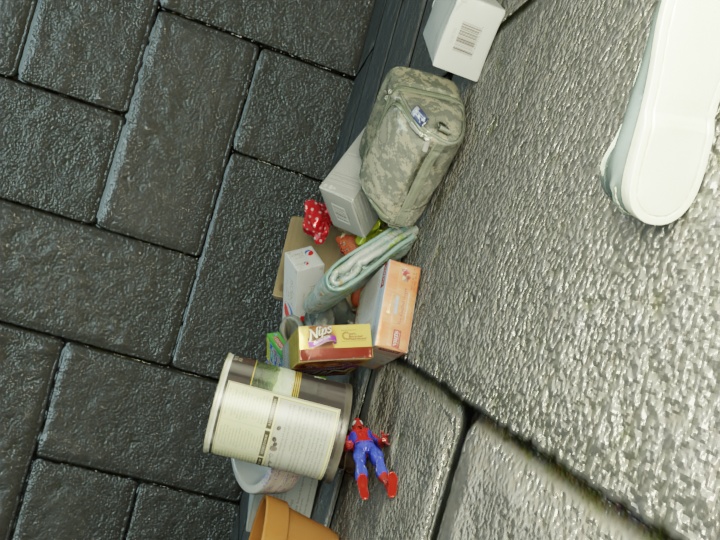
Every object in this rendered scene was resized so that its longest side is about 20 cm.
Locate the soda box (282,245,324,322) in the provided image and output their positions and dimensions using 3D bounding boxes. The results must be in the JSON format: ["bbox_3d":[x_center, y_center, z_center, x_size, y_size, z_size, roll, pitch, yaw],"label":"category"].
[{"bbox_3d":[-0.121,0.055,1.419,0.068,0.062,0.204,50,145,42],"label":"soda box"}]

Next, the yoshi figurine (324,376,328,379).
[{"bbox_3d":[-0.088,0.283,1.401,0.114,0.110,0.200,-59,10,11],"label":"yoshi figurine"}]

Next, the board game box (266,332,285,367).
[{"bbox_3d":[-0.155,0.242,1.341,0.134,0.028,0.207,-146,54,-63],"label":"board game box"}]

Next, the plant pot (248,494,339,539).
[{"bbox_3d":[-0.116,0.485,1.113,0.200,0.136,0.206,-164,90,-80],"label":"plant pot"}]

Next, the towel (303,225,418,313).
[{"bbox_3d":[0.000,0.000,1.172,0.197,0.049,0.171,-32,-8,-24],"label":"towel"}]

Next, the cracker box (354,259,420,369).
[{"bbox_3d":[0.035,0.078,1.121,0.200,0.056,0.138,131,151,-71],"label":"cracker box"}]

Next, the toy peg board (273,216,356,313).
[{"bbox_3d":[-0.082,0.003,1.570,0.099,0.193,0.205,90,-170,-64],"label":"toy peg board"}]

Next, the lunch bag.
[{"bbox_3d":[0.081,-0.189,1.070,0.202,0.135,0.171,117,155,-43],"label":"lunch bag"}]

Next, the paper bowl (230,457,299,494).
[{"bbox_3d":[-0.146,0.283,1.198,0.199,0.102,0.207,-19,67,52],"label":"paper bowl"}]

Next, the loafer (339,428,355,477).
[{"bbox_3d":[-0.036,0.299,1.146,0.200,0.069,0.075,139,146,-73],"label":"loafer"}]

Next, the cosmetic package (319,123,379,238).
[{"bbox_3d":[0.019,-0.175,1.245,0.202,0.089,0.108,-53,-33,-21],"label":"cosmetic package"}]

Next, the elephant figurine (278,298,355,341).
[{"bbox_3d":[-0.098,0.141,1.371,0.198,0.141,0.157,-36,18,34],"label":"elephant figurine"}]

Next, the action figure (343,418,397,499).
[{"bbox_3d":[0.009,0.258,0.979,0.200,0.063,0.053,-141,45,-78],"label":"action figure"}]

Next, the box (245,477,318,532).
[{"bbox_3d":[-0.164,0.430,1.477,0.199,0.127,0.206,-123,45,-78],"label":"box"}]

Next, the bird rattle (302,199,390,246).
[{"bbox_3d":[-0.017,-0.115,1.343,0.166,0.195,0.113,-64,-27,-20],"label":"bird rattle"}]

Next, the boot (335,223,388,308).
[{"bbox_3d":[-0.008,-0.023,1.391,0.075,0.104,0.206,136,147,-74],"label":"boot"}]

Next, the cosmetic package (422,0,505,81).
[{"bbox_3d":[0.159,-0.393,1.088,0.202,0.079,0.115,-87,16,-57],"label":"cosmetic package"}]

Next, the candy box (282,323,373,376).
[{"bbox_3d":[-0.058,0.132,1.093,0.200,0.113,0.058,133,135,-71],"label":"candy box"}]

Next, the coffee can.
[{"bbox_3d":[-0.122,0.221,1.026,0.146,0.194,0.151,-165,90,-84],"label":"coffee can"}]

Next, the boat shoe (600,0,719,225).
[{"bbox_3d":[0.203,-0.135,0.441,0.062,0.071,0.206,-120,41,-72],"label":"boat shoe"}]
